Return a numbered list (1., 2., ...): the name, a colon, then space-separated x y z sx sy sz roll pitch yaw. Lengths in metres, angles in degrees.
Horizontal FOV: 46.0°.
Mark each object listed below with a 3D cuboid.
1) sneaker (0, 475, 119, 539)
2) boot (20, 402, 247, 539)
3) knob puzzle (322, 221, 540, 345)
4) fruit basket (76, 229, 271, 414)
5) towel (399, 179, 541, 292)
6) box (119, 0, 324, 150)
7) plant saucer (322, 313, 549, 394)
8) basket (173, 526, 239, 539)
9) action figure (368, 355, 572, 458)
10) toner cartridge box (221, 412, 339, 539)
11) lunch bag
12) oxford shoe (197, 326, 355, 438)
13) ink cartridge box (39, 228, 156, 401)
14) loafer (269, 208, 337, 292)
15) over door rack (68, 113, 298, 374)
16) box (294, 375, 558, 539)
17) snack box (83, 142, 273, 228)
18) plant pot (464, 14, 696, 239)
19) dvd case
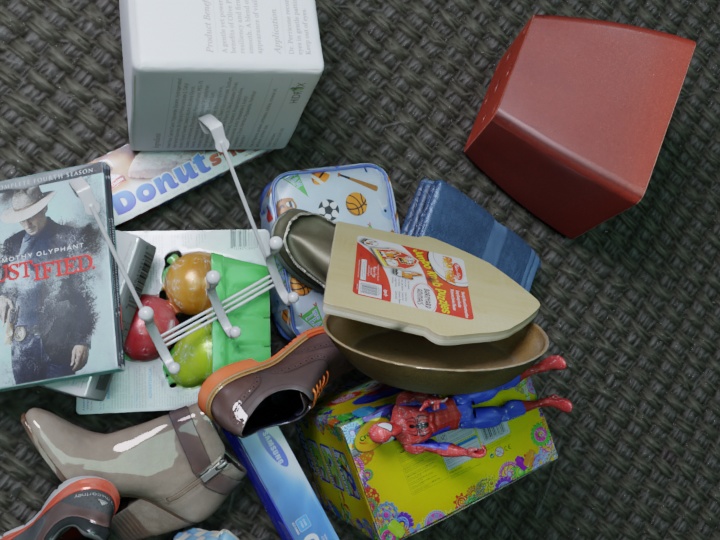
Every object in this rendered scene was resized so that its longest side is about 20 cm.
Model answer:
1. sneaker: -0.298 0.278 0.775 0.077 0.082 0.200 33 104 -29
2. boot: -0.213 0.176 0.838 0.146 0.070 0.201 -33 116 -2
3. knob puzzle: 0.066 0.022 0.781 0.218 0.220 0.031 6 116 -18
4. fruit basket: -0.190 0.051 0.877 0.199 0.094 0.187 -2 85 -3
5. towel: 0.124 -0.014 0.971 0.200 0.048 0.112 33 72 -36
6. box: -0.147 -0.242 0.832 0.170 0.200 0.200 -3 77 -18
7. plant saucer: 0.065 0.066 0.752 0.199 0.200 0.036 -1 106 -19
8. basket: -0.169 0.349 0.796 0.139 0.176 0.200 48 62 -13
9. action figure: 0.107 0.125 0.751 0.199 0.099 0.066 -12 94 -17
10. toner cartridge box: -0.073 0.242 0.882 0.043 0.095 0.201 -29 95 -20
11. lunch bag: -0.024 -0.014 0.935 0.159 0.076 0.201 -7 86 -22
12. oxford shoe: -0.058 0.113 0.837 0.199 0.072 0.072 -23 131 -34
13. ink cartridge box: -0.318 0.024 0.831 0.199 0.050 0.163 14 80 15
14. loafer: 0.000 0.000 0.865 0.199 0.070 0.076 32 71 -16
15. over door rack: -0.154 -0.021 0.779 0.147 0.067 0.201 -30 110 -20
16. box: 0.057 0.169 0.881 0.199 0.192 0.123 -21 93 -20
17. snack box: -0.192 -0.122 0.912 0.199 0.024 0.072 -30 93 -19
18. plant pot: 0.236 -0.179 0.985 0.175 0.200 0.201 24 78 -4
19. dvd case: -0.298 0.006 0.796 0.145 0.022 0.201 -9 75 7
